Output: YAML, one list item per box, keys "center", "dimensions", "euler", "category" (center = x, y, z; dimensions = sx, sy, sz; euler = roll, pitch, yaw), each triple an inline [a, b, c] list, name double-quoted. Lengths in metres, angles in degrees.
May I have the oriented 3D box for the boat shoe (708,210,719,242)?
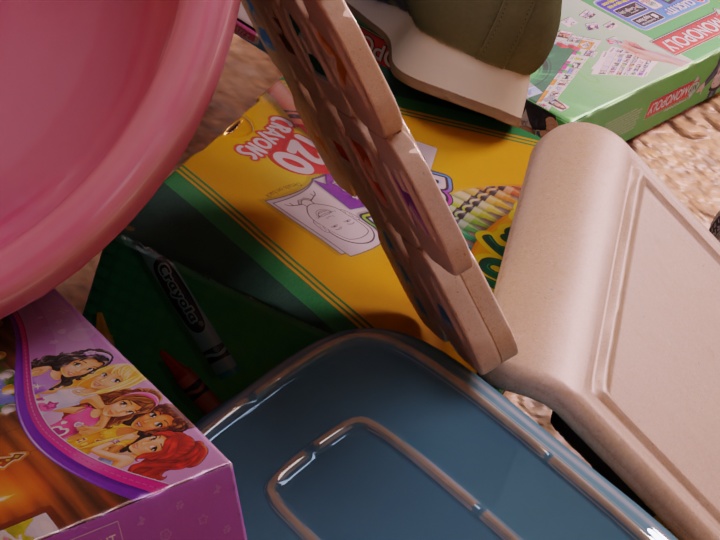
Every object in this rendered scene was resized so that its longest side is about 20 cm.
- center: [0.222, 0.021, 1.002]
  dimensions: [0.200, 0.072, 0.066]
  euler: [16, 45, -24]
  category: "boat shoe"

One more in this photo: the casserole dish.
- center: [0.019, 0.085, 0.718]
  dimensions: [0.121, 0.039, 0.200]
  euler: [-36, 55, -20]
  category: "casserole dish"

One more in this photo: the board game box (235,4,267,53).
- center: [-0.071, -0.190, 0.969]
  dimensions: [0.200, 0.153, 0.040]
  euler: [33, -2, 3]
  category: "board game box"

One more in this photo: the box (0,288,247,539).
- center: [-0.129, 0.044, 0.651]
  dimensions: [0.137, 0.039, 0.200]
  euler: [-21, 29, -21]
  category: "box"

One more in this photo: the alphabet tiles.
- center: [-0.012, -0.067, 0.755]
  dimensions: [0.015, 0.200, 0.196]
  euler: [-29, 12, -5]
  category: "alphabet tiles"

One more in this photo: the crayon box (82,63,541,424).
- center: [0.000, 0.000, 0.895]
  dimensions: [0.119, 0.058, 0.200]
  euler: [25, 28, 9]
  category: "crayon box"

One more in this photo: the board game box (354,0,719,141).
- center: [0.076, -0.104, 1.168]
  dimensions: [0.135, 0.029, 0.200]
  euler: [32, 30, 20]
  category: "board game box"

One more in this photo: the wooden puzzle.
- center: [0.120, 0.056, 0.853]
  dimensions: [0.200, 0.037, 0.185]
  euler: [41, 25, -10]
  category: "wooden puzzle"

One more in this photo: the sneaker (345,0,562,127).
- center: [0.038, -0.124, 1.014]
  dimensions: [0.067, 0.090, 0.200]
  euler: [18, 15, -19]
  category: "sneaker"

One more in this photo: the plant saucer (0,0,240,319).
- center: [-0.125, -0.074, 0.673]
  dimensions: [0.200, 0.201, 0.051]
  euler: [27, -8, 12]
  category: "plant saucer"
